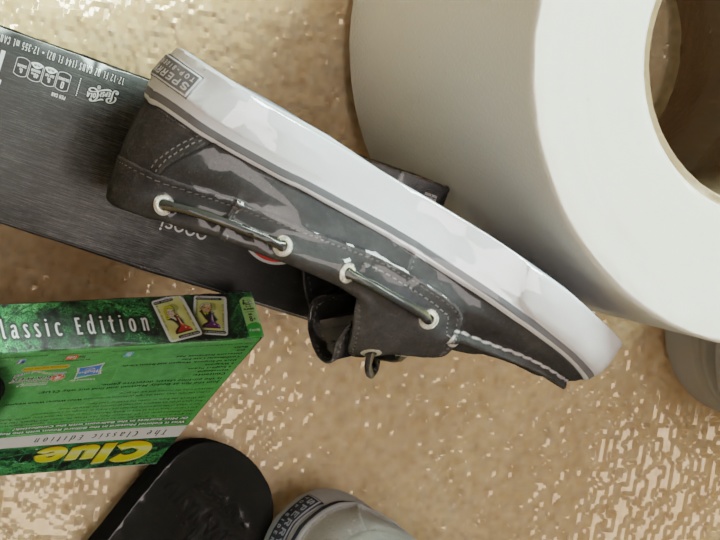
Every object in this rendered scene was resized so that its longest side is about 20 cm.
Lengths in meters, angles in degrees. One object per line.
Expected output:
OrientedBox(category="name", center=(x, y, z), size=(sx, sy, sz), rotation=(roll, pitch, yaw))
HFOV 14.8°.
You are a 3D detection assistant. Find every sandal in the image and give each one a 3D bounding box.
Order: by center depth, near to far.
OrientedBox(category="sandal", center=(-0.098, 0.148, 1.008), size=(0.075, 0.045, 0.200), rotation=(42, 79, -31))

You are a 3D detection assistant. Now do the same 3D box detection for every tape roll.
OrientedBox(category="tape roll", center=(0.114, -0.080, 1.019), size=(0.202, 0.139, 0.203), rotation=(-3, 98, -27))

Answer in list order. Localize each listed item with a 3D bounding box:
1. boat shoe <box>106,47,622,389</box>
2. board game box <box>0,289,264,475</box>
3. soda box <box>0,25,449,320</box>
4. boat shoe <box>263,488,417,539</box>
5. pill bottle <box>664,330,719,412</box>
OrientedBox(category="boat shoe", center=(0.000, 0.000, 0.938), size=(0.200, 0.070, 0.066), rotation=(31, 92, -32))
OrientedBox(category="board game box", center=(-0.142, 0.043, 0.934), size=(0.200, 0.105, 0.023), rotation=(-2, 61, -30))
OrientedBox(category="soda box", center=(-0.073, -0.033, 0.968), size=(0.200, 0.071, 0.063), rotation=(19, 90, -32))
OrientedBox(category="boat shoe", center=(0.051, 0.155, 1.066), size=(0.075, 0.086, 0.202), rotation=(-52, 127, -11))
OrientedBox(category="pill bottle", center=(0.208, 0.039, 1.069), size=(0.112, 0.200, 0.112), rotation=(-6, 103, -29))
